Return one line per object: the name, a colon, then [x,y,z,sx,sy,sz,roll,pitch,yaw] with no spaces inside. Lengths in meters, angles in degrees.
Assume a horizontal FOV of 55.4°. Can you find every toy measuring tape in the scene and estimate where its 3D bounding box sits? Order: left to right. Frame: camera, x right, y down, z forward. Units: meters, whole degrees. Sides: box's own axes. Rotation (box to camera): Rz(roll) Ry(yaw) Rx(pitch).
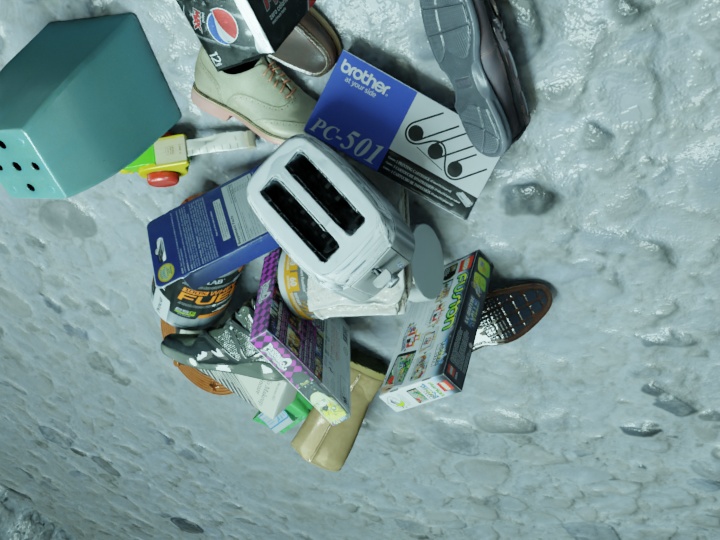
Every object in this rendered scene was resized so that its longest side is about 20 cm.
toy measuring tape: [-0.223,-0.150,0.894,0.197,0.074,0.074,-8,133,9]

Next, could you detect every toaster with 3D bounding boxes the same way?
toaster: [-0.035,-0.060,0.713,0.114,0.129,0.200,-42,81,5]

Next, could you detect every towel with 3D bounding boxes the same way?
towel: [-0.006,-0.045,0.809,0.131,0.203,0.034,-5,173,27]

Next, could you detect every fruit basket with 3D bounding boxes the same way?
fruit basket: [-0.174,0.194,1.199,0.199,0.094,0.185,38,138,-10]

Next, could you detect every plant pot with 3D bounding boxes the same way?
plant pot: [-0.338,-0.180,0.801,0.139,0.201,0.142,3,135,22]

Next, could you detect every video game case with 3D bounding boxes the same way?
video game case: [-0.077,0.088,0.961,0.036,0.201,0.182,-31,119,17]

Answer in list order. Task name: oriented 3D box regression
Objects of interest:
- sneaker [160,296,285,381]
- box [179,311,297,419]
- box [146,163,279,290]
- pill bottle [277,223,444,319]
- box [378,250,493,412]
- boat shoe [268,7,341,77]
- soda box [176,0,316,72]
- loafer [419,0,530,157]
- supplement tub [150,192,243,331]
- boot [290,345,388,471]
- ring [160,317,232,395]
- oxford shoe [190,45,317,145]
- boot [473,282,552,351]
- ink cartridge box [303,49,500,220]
sneaker: [-0.189,0.087,0.986,0.196,0.076,0.116,6,97,12]
box: [-0.188,0.137,1.073,0.198,0.068,0.083,30,118,16]
box: [-0.163,-0.055,0.837,0.198,0.122,0.033,-25,140,1]
pill bottle: [0.000,0.000,0.889,0.198,0.117,0.117,-8,130,32]
box: [0.097,0.073,0.853,0.035,0.201,0.110,42,137,-20]
boat shoe: [-0.113,-0.262,0.706,0.199,0.071,0.070,33,138,-11]
soda box: [-0.074,-0.256,0.590,0.063,0.201,0.071,-6,131,31]
loafer: [0.114,-0.212,0.664,0.072,0.063,0.202,18,137,54]
supplement tub: [-0.231,-0.011,0.986,0.121,0.123,0.201,27,140,-3]
boot: [-0.064,0.212,1.110,0.174,0.066,0.202,27,108,-5]
ring: [-0.273,0.127,1.176,0.198,0.019,0.203,13,118,27]
oxford shoe: [-0.099,-0.195,0.771,0.197,0.071,0.074,19,132,3]
boot: [0.163,0.067,0.929,0.198,0.097,0.075,-29,93,14]
ink cartridge box: [0.047,-0.142,0.735,0.198,0.044,0.095,29,97,-4]
